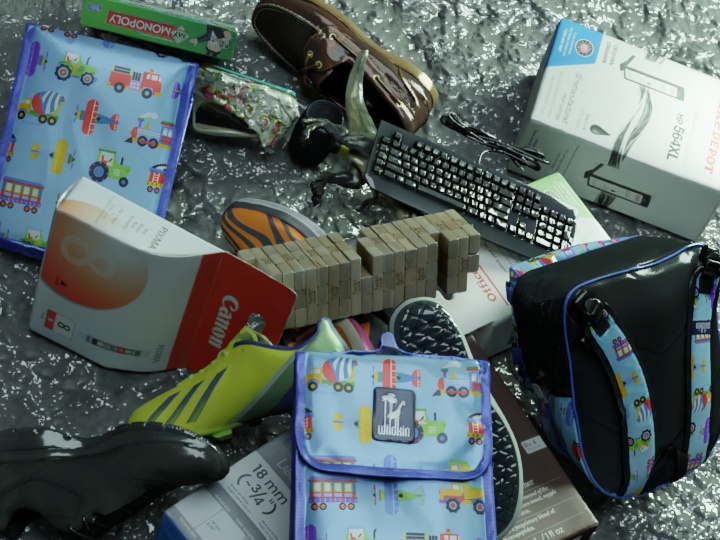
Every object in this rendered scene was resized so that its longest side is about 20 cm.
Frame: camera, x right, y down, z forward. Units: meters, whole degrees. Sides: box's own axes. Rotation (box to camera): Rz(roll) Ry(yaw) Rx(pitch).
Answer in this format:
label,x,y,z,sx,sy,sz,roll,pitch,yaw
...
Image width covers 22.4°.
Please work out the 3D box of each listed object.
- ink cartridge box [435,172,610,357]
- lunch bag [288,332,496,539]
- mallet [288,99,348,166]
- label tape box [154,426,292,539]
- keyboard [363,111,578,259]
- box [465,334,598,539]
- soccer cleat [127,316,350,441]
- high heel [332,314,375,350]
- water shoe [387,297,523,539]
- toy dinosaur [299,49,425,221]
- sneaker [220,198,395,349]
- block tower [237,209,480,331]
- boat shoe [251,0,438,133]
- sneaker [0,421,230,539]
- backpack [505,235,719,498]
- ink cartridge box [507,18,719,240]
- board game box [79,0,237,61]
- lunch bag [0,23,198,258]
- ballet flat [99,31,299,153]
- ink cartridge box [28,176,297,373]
label,x,y,z,sx,sy,sz,roll,pitch,yaw
ink cartridge box,0.125,0.003,1.632,0.199,0.067,0.117,-21,63,-28
lunch bag,0.023,0.147,1.362,0.150,0.094,0.201,2,75,-6
mallet,0.023,-0.085,1.689,0.199,0.066,0.041,32,57,-11
label tape box,-0.041,0.205,1.447,0.200,0.063,0.144,-32,70,-31
keyboard,0.104,-0.085,1.616,0.199,0.021,0.128,23,50,-11
box,0.097,0.161,1.507,0.100,0.075,0.200,-19,61,-33
soccer cleat,-0.099,0.089,1.459,0.199,0.065,0.084,-16,93,17
high heel,0.021,0.129,1.482,0.096,0.067,0.201,20,46,-41
water shoe,0.077,0.116,1.438,0.071,0.079,0.201,-17,89,-2
toy dinosaur,-0.007,-0.104,1.618,0.088,0.048,0.201,-11,65,-17
sneaker,-0.060,0.026,1.557,0.200,0.078,0.112,37,54,11
block tower,0.000,0.000,1.511,0.199,0.054,0.058,-11,29,-21
boat shoe,-0.022,-0.195,1.725,0.199,0.071,0.070,31,49,6
sneaker,-0.196,0.168,1.407,0.199,0.076,0.091,-6,65,15
backpack,0.221,0.083,1.552,0.182,0.134,0.201,-18,107,-30
ink cartridge box,0.260,-0.137,1.757,0.199,0.084,0.147,20,53,-1
board game box,-0.180,-0.222,1.643,0.134,0.200,0.029,12,98,-7
lunch bag,-0.235,-0.090,1.565,0.150,0.094,0.201,13,74,-5
ballet flat,-0.154,-0.164,1.672,0.199,0.076,0.064,20,86,5
ink cartridge box,-0.165,0.033,1.471,0.199,0.163,0.050,29,48,5
